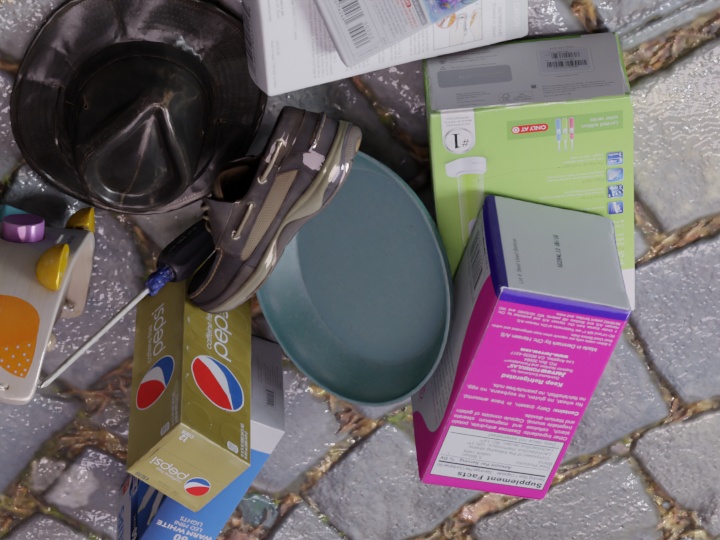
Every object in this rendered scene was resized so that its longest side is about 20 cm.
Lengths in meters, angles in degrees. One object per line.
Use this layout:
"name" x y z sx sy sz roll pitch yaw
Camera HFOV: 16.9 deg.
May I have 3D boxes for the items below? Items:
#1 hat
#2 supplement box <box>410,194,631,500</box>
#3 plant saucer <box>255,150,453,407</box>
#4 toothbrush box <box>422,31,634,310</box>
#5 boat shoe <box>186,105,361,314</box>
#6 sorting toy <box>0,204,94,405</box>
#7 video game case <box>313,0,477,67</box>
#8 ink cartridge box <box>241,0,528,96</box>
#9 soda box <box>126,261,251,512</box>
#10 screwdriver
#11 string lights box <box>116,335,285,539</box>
"hat" -0.159 -0.102 1.726 0.200 0.081 0.201 -1 128 -2
"supplement box" 0.111 0.059 1.752 0.103 0.101 0.200 10 131 -14
"plant saucer" 0.000 0.000 1.783 0.036 0.200 0.200 -21 144 -44
"toothbrush box" 0.124 -0.064 1.770 0.145 0.086 0.201 -6 128 1
"boat shoe" -0.076 -0.050 1.746 0.073 0.075 0.200 32 124 -12
"sorting toy" -0.295 -0.002 1.752 0.179 0.200 0.107 14 108 0
"video game case" 0.035 -0.254 1.618 0.182 0.024 0.200 -28 130 -2
"ink cartridge box" 0.015 -0.217 1.682 0.199 0.057 0.163 -17 130 -17
"soda box" -0.125 0.078 1.794 0.068 0.200 0.064 34 120 -26
"screwdriver" -0.164 0.026 1.771 0.029 0.200 0.028 28 143 17
"string lights box" -0.128 0.153 1.915 0.059 0.103 0.200 20 124 -19
